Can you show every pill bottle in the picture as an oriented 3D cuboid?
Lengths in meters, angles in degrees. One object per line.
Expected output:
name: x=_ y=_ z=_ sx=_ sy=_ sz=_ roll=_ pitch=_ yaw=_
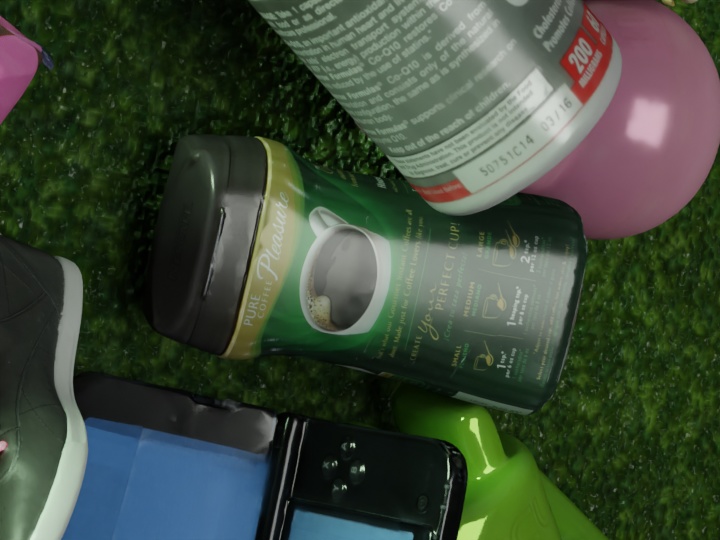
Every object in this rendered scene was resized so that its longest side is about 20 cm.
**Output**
pill bottle: x=0.015 y=-0.132 z=1.326 sx=0.200 sy=0.114 sz=0.114 roll=48 pitch=70 yaw=-21

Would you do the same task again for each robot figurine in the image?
robot figurine: x=0.048 y=0.159 z=1.483 sx=0.175 sy=0.115 sz=0.201 roll=-30 pitch=114 yaw=-27

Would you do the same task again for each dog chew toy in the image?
dog chew toy: x=0.079 y=-0.086 z=1.473 sx=0.199 sy=0.124 sz=0.125 roll=12 pitch=90 yaw=-28

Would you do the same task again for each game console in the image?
game console: x=-0.062 y=0.160 z=1.367 sx=0.116 sy=0.175 sz=0.202 roll=15 pitch=85 yaw=-41

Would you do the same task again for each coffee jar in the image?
coffee jar: x=0.000 y=0.000 z=1.410 sx=0.199 sy=0.085 sz=0.105 roll=12 pitch=97 yaw=-14

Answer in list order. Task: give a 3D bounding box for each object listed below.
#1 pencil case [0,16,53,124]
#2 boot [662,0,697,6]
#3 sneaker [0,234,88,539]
pencil case: x=-0.205 y=-0.025 z=1.240 sx=0.091 sy=0.094 sz=0.201 roll=31 pitch=83 yaw=-32
boot: x=0.088 y=-0.169 z=1.427 sx=0.200 sy=0.155 sz=0.073 roll=-39 pitch=149 yaw=-37
sneaker: x=-0.174 y=0.053 z=1.292 sx=0.099 sy=0.201 sz=0.071 roll=27 pitch=125 yaw=-27
